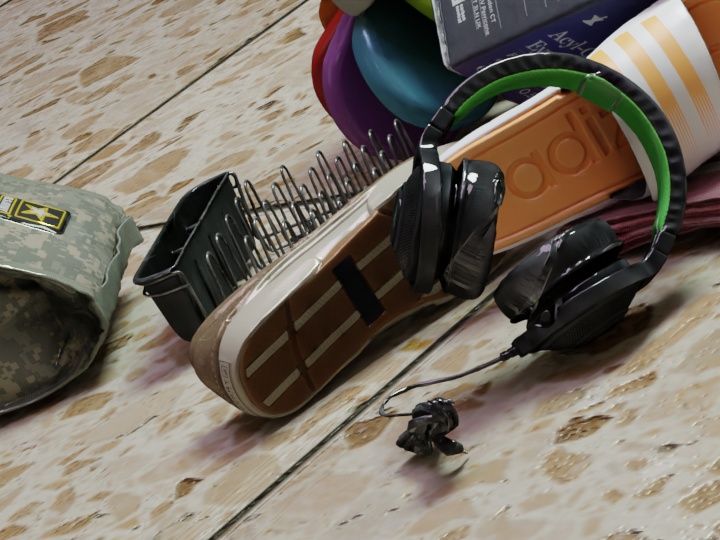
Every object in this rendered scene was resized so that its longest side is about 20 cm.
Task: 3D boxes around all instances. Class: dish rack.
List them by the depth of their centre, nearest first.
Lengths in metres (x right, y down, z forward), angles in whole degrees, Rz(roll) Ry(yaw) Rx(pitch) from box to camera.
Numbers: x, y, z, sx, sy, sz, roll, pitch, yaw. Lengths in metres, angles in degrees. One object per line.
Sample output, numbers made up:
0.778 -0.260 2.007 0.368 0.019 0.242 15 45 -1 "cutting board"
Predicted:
-0.014 -0.032 1.630 0.200 0.055 0.153 -21 18 17 "dish rack"

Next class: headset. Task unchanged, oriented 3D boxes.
0.068 -0.007 1.329 0.200 0.123 0.094 -61 -2 -13 "headset"

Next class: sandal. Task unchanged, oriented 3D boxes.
0.119 -0.061 1.417 0.207 0.079 0.059 -33 13 10 "sandal"

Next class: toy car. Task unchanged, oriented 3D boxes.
0.033 -0.139 1.753 0.150 0.175 0.200 -61 17 5 "toy car"

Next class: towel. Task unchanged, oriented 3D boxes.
0.203 -0.067 1.470 0.144 0.023 0.200 -11 21 48 "towel"

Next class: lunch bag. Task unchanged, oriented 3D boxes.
-0.228 0.017 1.704 0.200 0.118 0.164 -18 17 7 "lunch bag"

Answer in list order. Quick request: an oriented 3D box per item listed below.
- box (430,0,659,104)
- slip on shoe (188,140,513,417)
0.155 -0.161 1.499 0.200 0.104 0.148 -23 -27 32 "box"
0.000 0.000 1.486 0.200 0.076 0.061 -41 27 -21 "slip on shoe"
